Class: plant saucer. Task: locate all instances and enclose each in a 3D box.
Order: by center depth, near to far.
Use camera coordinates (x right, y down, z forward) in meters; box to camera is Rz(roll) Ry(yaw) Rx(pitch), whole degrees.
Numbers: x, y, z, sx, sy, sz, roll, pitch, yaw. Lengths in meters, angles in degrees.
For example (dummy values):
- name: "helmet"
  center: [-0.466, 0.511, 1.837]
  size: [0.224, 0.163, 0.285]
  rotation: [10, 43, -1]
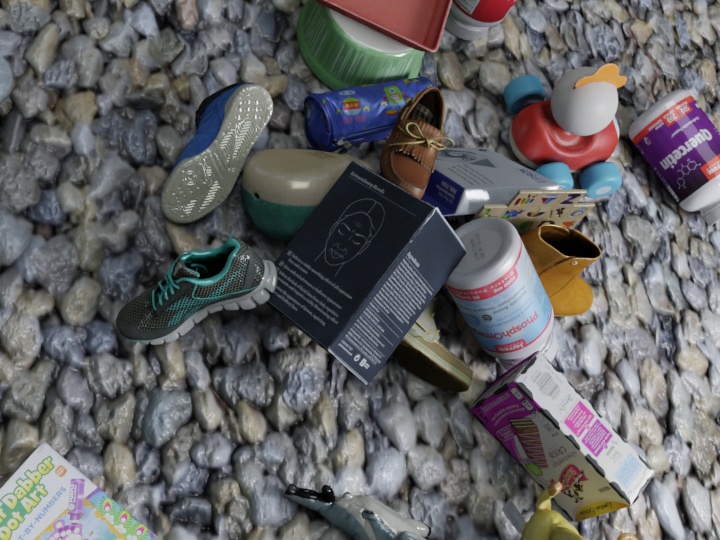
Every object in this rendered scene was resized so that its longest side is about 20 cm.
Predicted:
- name: "plant saucer"
  center: [0.035, -0.409, 1.260]
  size: [0.197, 0.037, 0.203]
  rotation: [23, 62, -9]

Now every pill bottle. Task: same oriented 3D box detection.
- name: "pill bottle"
  center: [0.180, 0.039, 1.136]
  size: [0.201, 0.107, 0.110]
  rotation: [57, 51, -36]
- name: "pill bottle"
  center: [0.194, -0.443, 1.355]
  size: [0.110, 0.200, 0.114]
  rotation: [8, 64, -16]
- name: "pill bottle"
  center: [0.517, -0.174, 1.405]
  size: [0.111, 0.113, 0.202]
  rotation: [-29, 78, -29]

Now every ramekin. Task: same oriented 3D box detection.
- name: "ramekin"
  center: [0.013, -0.358, 1.306]
  size: [0.196, 0.098, 0.204]
  rotation: [8, 64, -17]

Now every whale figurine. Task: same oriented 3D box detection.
- name: "whale figurine"
  center: [-0.064, -0.100, 1.170]
  size: [0.157, 0.106, 0.198]
  rotation: [25, 28, 34]

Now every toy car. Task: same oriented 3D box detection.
- name: "toy car"
  center: [0.328, -0.231, 1.309]
  size: [0.173, 0.200, 0.188]
  rotation: [-4, 68, -22]

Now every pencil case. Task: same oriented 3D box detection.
- name: "pencil case"
  center: [0.016, -0.217, 1.255]
  size: [0.197, 0.079, 0.088]
  rotation: [-15, 60, -26]

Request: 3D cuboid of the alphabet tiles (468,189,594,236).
- name: "alphabet tiles"
  center: [0.206, -0.052, 1.182]
  size: [0.163, 0.201, 0.006]
  rotation: [-3, 64, -21]

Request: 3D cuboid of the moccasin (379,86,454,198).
- name: "moccasin"
  center: [0.076, -0.164, 1.150]
  size: [0.073, 0.078, 0.203]
  rotation: [31, 43, -8]

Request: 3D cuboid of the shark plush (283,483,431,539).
- name: "shark plush"
  center: [0.002, 0.305, 1.024]
  size: [0.198, 0.091, 0.084]
  rotation: [31, 90, -10]

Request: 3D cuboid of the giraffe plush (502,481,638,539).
- name: "giraffe plush"
  center: [0.259, 0.367, 1.058]
  size: [0.160, 0.174, 0.201]
  rotation: [27, 27, -18]

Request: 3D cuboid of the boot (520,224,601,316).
- name: "boot"
  center: [0.275, 0.002, 1.203]
  size: [0.198, 0.143, 0.072]
  rotation: [18, 65, -25]

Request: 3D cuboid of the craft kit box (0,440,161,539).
- name: "craft kit box"
  center: [-0.316, 0.315, 0.911]
  size: [0.196, 0.049, 0.201]
  rotation: [37, 59, 2]

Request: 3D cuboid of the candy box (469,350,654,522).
- name: "candy box"
  center: [0.244, 0.210, 1.115]
  size: [0.200, 0.137, 0.061]
  rotation: [45, 61, 5]

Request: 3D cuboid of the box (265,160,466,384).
- name: "box"
  center: [0.000, 0.000, 1.061]
  size: [0.148, 0.107, 0.201]
  rotation: [34, 83, 39]

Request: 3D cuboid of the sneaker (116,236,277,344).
- name: "sneaker"
  center: [-0.198, 0.016, 1.027]
  size: [0.197, 0.092, 0.078]
  rotation: [-24, 53, 5]

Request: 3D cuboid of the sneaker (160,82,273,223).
- name: "sneaker"
  center: [-0.191, -0.155, 1.160]
  size: [0.076, 0.111, 0.202]
  rotation: [32, 93, -24]

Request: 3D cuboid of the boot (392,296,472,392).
- name: "boot"
  center: [0.087, 0.047, 1.164]
  size: [0.199, 0.072, 0.156]
  rotation: [35, 63, 2]

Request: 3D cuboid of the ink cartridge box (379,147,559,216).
- name: "ink cartridge box"
  center: [0.131, -0.123, 1.206]
  size: [0.196, 0.041, 0.200]
  rotation: [-5, 24, -23]
